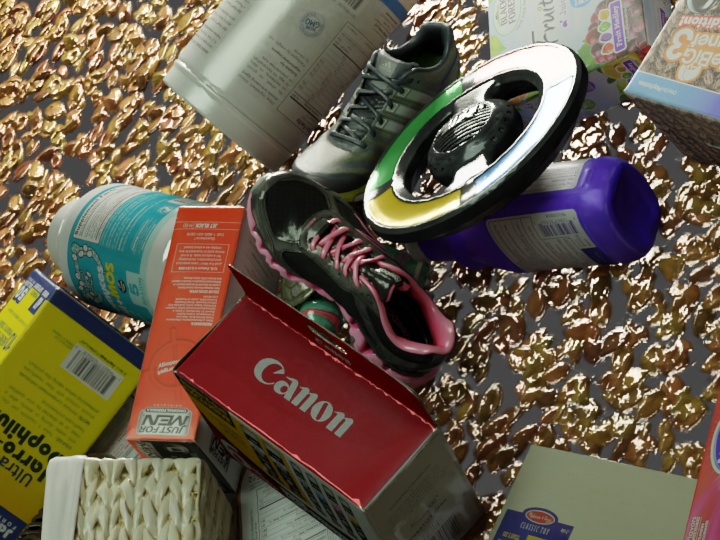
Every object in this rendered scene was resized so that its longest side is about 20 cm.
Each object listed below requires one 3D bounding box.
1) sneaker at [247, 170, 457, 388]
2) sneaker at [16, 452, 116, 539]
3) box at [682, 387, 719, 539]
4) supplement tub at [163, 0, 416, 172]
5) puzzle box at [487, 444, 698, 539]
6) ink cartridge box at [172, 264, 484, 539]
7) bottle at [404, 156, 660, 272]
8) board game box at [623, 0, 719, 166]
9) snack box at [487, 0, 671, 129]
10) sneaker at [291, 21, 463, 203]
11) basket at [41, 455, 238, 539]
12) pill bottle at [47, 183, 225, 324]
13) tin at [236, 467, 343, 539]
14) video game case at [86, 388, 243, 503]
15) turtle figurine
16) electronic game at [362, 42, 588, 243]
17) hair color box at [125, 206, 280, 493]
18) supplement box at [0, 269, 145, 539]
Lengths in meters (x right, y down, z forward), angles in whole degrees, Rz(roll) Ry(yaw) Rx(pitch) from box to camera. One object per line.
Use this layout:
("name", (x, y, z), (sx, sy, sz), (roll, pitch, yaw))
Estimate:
("sneaker", (0.000, 0.000, 1.687), (0.079, 0.200, 0.095), (-46, 6, -18))
("sneaker", (-0.244, 0.229, 1.810), (0.070, 0.075, 0.201), (-6, 59, 40))
("box", (0.277, 0.125, 1.419), (0.095, 0.100, 0.201), (-3, 61, 41))
("supplement tub", (-0.058, -0.199, 1.938), (0.200, 0.132, 0.132), (-50, 41, 2))
("puzzle box", (0.156, 0.191, 1.516), (0.200, 0.025, 0.133), (8, 68, 56))
("ink cartridge box", (-0.029, 0.110, 1.610), (0.200, 0.176, 0.084), (33, 72, 34))
("bottle", (0.122, -0.037, 1.691), (0.200, 0.084, 0.065), (-6, 52, 41))
("board game box", (0.312, -0.166, 1.597), (0.159, 0.097, 0.200), (23, 78, 49))
("snack box", (0.171, -0.213, 1.795), (0.142, 0.053, 0.201), (-25, 48, 30))
("sneaker", (0.012, -0.127, 1.794), (0.074, 0.081, 0.200), (23, 50, 26))
("basket", (-0.162, 0.247, 1.691), (0.123, 0.136, 0.201), (-7, 55, 10))
("pill bottle", (-0.182, -0.013, 1.934), (0.200, 0.111, 0.111), (14, 72, 48))
("tin", (-0.042, 0.198, 1.711), (0.112, 0.042, 0.200), (-32, 44, 28))
("video game case", (-0.174, 0.169, 1.864), (0.200, 0.022, 0.182), (-49, 40, 2))
("turtle figurine", (-0.018, 0.005, 1.785), (0.149, 0.101, 0.200), (-21, 42, 25))
("electronic game", (0.084, -0.096, 1.687), (0.200, 0.042, 0.200), (-34, 25, 18))
("hair color box", (-0.119, 0.061, 1.765), (0.061, 0.102, 0.201), (0, 61, 18))
("supplement box", (-0.283, 0.115, 1.909), (0.200, 0.109, 0.109), (-53, 20, -5))
